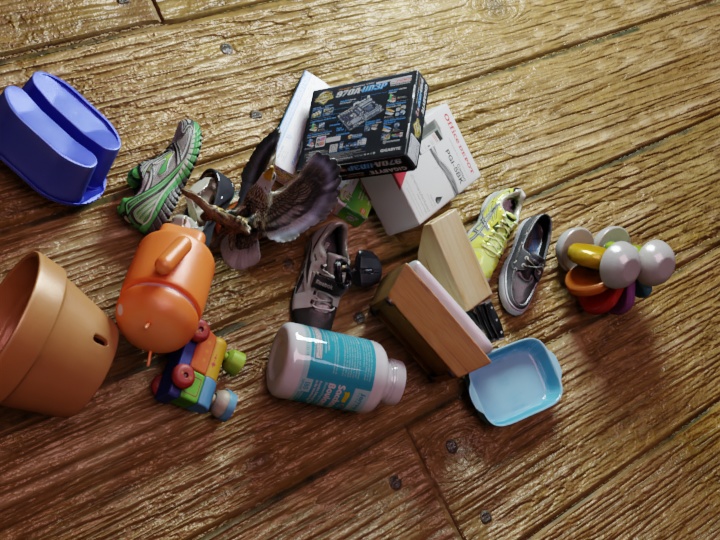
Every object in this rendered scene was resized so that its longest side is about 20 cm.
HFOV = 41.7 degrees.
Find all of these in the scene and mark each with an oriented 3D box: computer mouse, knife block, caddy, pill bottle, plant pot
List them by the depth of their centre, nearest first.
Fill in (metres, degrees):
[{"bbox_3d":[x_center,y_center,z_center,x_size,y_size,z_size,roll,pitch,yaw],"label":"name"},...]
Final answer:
[{"bbox_3d":[-0.405,0.098,1.210,0.139,0.199,0.203,34,57,-29],"label":"plant pot"},{"bbox_3d":[-0.442,-0.182,1.347,0.200,0.105,0.142,43,34,-5],"label":"caddy"},{"bbox_3d":[-0.033,0.150,1.412,0.197,0.111,0.113,14,64,-21],"label":"pill bottle"},{"bbox_3d":[0.000,0.000,1.465,0.033,0.200,0.060,5,95,16],"label":"computer mouse"},{"bbox_3d":[0.170,0.026,1.533,0.064,0.202,0.175,-30,55,-33],"label":"knife block"}]

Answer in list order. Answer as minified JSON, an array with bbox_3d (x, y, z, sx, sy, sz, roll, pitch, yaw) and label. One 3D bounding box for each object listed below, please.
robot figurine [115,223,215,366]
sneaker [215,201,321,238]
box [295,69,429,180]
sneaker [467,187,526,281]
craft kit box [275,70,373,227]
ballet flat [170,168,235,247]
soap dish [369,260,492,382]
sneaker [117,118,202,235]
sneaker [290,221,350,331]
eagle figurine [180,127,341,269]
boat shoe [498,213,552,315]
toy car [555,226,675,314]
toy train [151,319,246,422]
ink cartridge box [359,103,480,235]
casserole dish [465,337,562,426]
[{"bbox_3d":[-0.264,0.026,1.280,0.117,0.143,0.202,43,37,-31],"label":"robot figurine"},{"bbox_3d":[-0.132,-0.095,1.473,0.197,0.077,0.074,-18,83,-15],"label":"sneaker"},{"bbox_3d":[0.003,-0.224,1.490,0.046,0.197,0.161,45,47,-50],"label":"box"},{"bbox_3d":[0.232,-0.068,1.655,0.075,0.076,0.202,30,61,-15],"label":"sneaker"},{"bbox_3d":[-0.049,-0.205,1.589,0.196,0.049,0.202,28,60,-11],"label":"craft kit box"},{"bbox_3d":[-0.250,-0.074,1.415,0.072,0.073,0.202,31,57,-12],"label":"ballet flat"},{"bbox_3d":[0.105,0.087,1.490,0.081,0.157,0.201,-41,92,-16],"label":"soap dish"},{"bbox_3d":[-0.298,-0.151,1.420,0.084,0.078,0.202,28,61,-13],"label":"sneaker"},{"bbox_3d":[-0.057,0.013,1.471,0.073,0.088,0.203,15,65,-22],"label":"sneaker"},{"bbox_3d":[-0.138,-0.110,1.398,0.200,0.150,0.153,-42,107,-45],"label":"eagle figurine"},{"bbox_3d":[0.301,-0.017,1.675,0.069,0.066,0.202,31,59,-12],"label":"boat shoe"},{"bbox_3d":[0.455,0.007,1.707,0.197,0.175,0.153,-3,106,-28],"label":"toy car"},{"bbox_3d":[-0.213,0.110,1.362,0.115,0.084,0.202,30,57,-26],"label":"toy train"},{"bbox_3d":[0.097,-0.173,1.592,0.199,0.082,0.148,-38,105,-41],"label":"ink cartridge box"},{"bbox_3d":[0.253,0.189,1.585,0.198,0.039,0.123,-17,79,-30],"label":"casserole dish"}]
